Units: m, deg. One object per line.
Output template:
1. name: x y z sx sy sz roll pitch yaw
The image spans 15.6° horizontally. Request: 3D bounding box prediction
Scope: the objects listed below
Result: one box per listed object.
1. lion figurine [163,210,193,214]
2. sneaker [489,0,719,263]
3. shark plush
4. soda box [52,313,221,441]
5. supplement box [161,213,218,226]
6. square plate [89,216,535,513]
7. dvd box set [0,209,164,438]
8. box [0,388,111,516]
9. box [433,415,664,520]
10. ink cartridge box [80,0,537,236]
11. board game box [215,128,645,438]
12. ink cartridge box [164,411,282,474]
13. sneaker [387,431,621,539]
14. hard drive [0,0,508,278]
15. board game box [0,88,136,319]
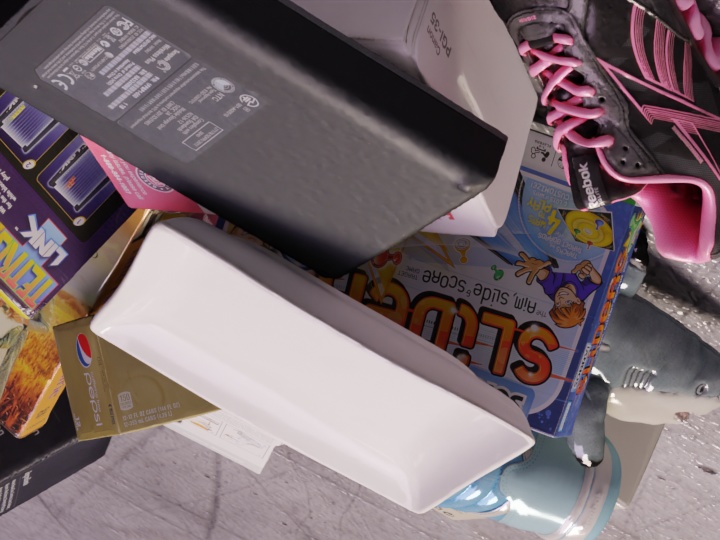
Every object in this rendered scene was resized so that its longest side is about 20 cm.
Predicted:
1. lion figurine: 0.000 0.000 1.379 0.200 0.073 0.122 4 -153 -45
2. sneaker: 0.105 -0.076 1.101 0.200 0.096 0.079 40 158 -29
3. shark plush: 0.117 0.002 1.349 0.083 0.091 0.200 -24 108 19
4. soda box: -0.065 0.041 1.471 0.199 0.068 0.064 -13 179 -28
5. supplement box: -0.179 -0.015 1.588 0.199 0.103 0.131 18 159 23
6. square plate: -0.026 0.045 1.258 0.198 0.029 0.200 29 160 -6
7. dvd box set: -0.199 -0.021 1.486 0.146 0.029 0.200 40 123 10
8. box: -0.292 0.074 1.705 0.197 0.200 0.117 58 163 10
9. box: 0.095 0.098 1.563 0.068 0.082 0.200 33 161 -21
10. ink cartridge box: -0.035 -0.092 1.193 0.199 0.083 0.147 5 148 25
11. board game box: 0.030 -0.016 1.277 0.199 0.136 0.034 20 -175 19
12. ink cartridge box: -0.134 0.061 1.808 0.199 0.044 0.174 27 161 -1
13. sneaker: 0.046 0.077 1.427 0.130 0.080 0.200 18 -173 -28
14. hard drive: -0.055 -0.072 1.119 0.200 0.033 0.139 31 149 -19
15. board game box: -0.165 -0.094 1.275 0.057 0.165 0.200 38 170 38
